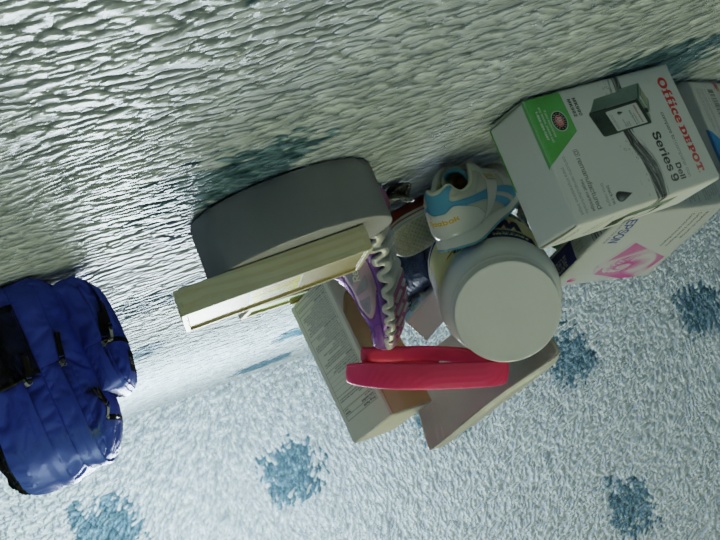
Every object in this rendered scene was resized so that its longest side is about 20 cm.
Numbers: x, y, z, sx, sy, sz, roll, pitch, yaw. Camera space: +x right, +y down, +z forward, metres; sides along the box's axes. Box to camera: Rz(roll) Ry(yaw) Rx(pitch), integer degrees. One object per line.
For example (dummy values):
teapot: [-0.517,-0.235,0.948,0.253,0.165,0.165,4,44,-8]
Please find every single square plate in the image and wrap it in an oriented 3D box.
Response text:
square plate: [0.154,0.123,1.471,0.200,0.028,0.198,-39,-157,11]

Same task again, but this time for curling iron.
curling iron: [-0.010,-0.061,1.413,0.200,0.026,0.050,-27,168,39]

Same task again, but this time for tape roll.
tape roll: [-0.071,-0.046,1.197,0.200,0.066,0.200,-21,174,-2]

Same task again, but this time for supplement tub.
supplement tub: [0.161,0.016,1.400,0.145,0.145,0.200,-22,-162,4]

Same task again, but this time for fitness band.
fitness band: [0.078,0.116,1.366,0.200,0.037,0.144,-1,-175,-29]

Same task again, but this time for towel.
towel: [0.044,-0.010,1.608,0.048,0.112,0.200,9,159,-30]

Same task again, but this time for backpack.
backpack: [-0.310,0.116,1.170,0.168,0.200,0.163,-21,172,-3]

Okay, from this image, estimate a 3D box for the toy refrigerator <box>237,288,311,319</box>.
toy refrigerator: [-0.071,0.002,1.540,0.200,0.070,0.076,-19,172,-22]

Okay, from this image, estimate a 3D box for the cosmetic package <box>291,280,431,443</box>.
cosmetic package: [-0.001,0.106,1.484,0.071,0.200,0.105,-14,161,-37]

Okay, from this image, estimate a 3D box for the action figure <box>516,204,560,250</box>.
action figure: [0.250,-0.065,1.572,0.118,0.200,0.055,16,118,-40]

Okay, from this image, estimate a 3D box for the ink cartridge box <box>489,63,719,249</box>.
ink cartridge box: [0.261,-0.125,1.246,0.200,0.146,0.084,-18,170,-25]

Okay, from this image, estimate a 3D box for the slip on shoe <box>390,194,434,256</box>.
slip on shoe: [0.114,-0.083,1.506,0.200,0.074,0.061,-27,-148,-13]

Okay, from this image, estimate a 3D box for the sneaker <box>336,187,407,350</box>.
sneaker: [0.000,0.000,1.353,0.088,0.200,0.080,-6,-158,15]

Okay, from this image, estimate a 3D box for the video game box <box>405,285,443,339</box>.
video game box: [0.125,-0.005,1.624,0.200,0.047,0.182,-49,-171,0]

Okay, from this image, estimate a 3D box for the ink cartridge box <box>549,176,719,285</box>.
ink cartridge box: [0.350,-0.045,1.407,0.200,0.043,0.196,-7,157,-18]

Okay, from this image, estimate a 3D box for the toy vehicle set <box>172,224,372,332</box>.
toy vehicle set: [-0.090,0.010,1.185,0.200,0.027,0.124,-20,173,-11]

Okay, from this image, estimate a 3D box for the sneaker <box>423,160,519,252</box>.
sneaker: [0.134,-0.095,1.385,0.076,0.081,0.200,-13,-162,27]

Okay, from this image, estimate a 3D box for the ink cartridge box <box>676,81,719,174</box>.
ink cartridge box: [0.451,-0.163,1.505,0.085,0.145,0.200,-26,171,36]
